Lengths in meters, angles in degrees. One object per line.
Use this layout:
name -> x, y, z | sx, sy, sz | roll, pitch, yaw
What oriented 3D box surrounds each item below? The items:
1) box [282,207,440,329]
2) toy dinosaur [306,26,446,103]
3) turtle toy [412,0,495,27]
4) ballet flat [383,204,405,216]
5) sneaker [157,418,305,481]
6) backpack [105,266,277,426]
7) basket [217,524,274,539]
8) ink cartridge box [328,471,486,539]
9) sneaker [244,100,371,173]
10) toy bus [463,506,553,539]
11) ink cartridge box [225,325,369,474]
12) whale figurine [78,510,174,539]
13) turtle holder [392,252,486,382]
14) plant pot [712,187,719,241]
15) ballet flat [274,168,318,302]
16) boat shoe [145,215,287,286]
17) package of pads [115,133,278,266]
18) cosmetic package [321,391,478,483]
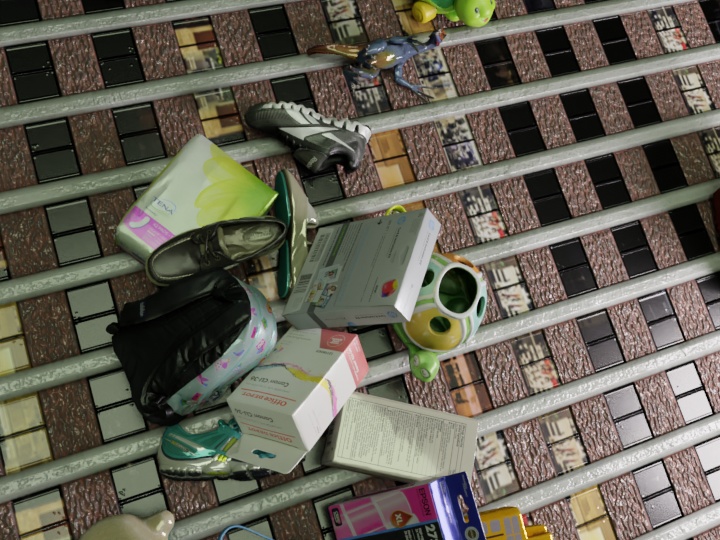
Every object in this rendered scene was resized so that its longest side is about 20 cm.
box -> 0.000, 0.000, 1.053 | 0.041, 0.199, 0.157 | 44, 53, -35
toy dinosaur -> 0.050, -0.364, 1.261 | 0.199, 0.105, 0.181 | 38, 49, 10
turtle toy -> 0.147, -0.488, 1.307 | 0.145, 0.101, 0.201 | -35, 86, -20
ballet flat -> 0.055, -0.037, 1.121 | 0.066, 0.201, 0.067 | 22, 115, -15
sneaker -> -0.170, 0.238, 1.048 | 0.198, 0.078, 0.080 | 5, 65, -13
backpack -> -0.211, 0.089, 1.023 | 0.199, 0.127, 0.168 | -36, 67, 5
basket -> -0.106, 0.432, 0.973 | 0.198, 0.139, 0.178 | 24, 70, -16
ink cartridge box -> 0.059, 0.338, 1.039 | 0.198, 0.037, 0.096 | -19, 82, 18
sneaker -> -0.081, -0.198, 1.188 | 0.198, 0.066, 0.091 | 12, 70, -14
toy bus -> 0.169, 0.385, 1.100 | 0.198, 0.065, 0.079 | -8, 76, -16
ink cartridge box -> -0.090, 0.163, 1.026 | 0.200, 0.116, 0.068 | -50, 133, -41
whale figurine -> -0.255, 0.377, 0.951 | 0.198, 0.104, 0.161 | 8, 66, 12
turtle holder -> 0.107, 0.056, 1.135 | 0.185, 0.132, 0.141 | -39, 88, -21
plant pot -> 0.722, -0.103, 1.314 | 0.198, 0.200, 0.178 | -15, 69, -18
ballet flat -> -0.091, -0.050, 1.151 | 0.069, 0.069, 0.202 | 1, 81, -14
boat shoe -> -0.191, -0.035, 1.047 | 0.198, 0.065, 0.074 | -23, 87, -20
package of pads -> -0.236, -0.077, 1.115 | 0.154, 0.068, 0.201 | 38, 69, -4
cosmetic package -> 0.055, 0.242, 1.095 | 0.198, 0.087, 0.104 | 16, 71, -9
